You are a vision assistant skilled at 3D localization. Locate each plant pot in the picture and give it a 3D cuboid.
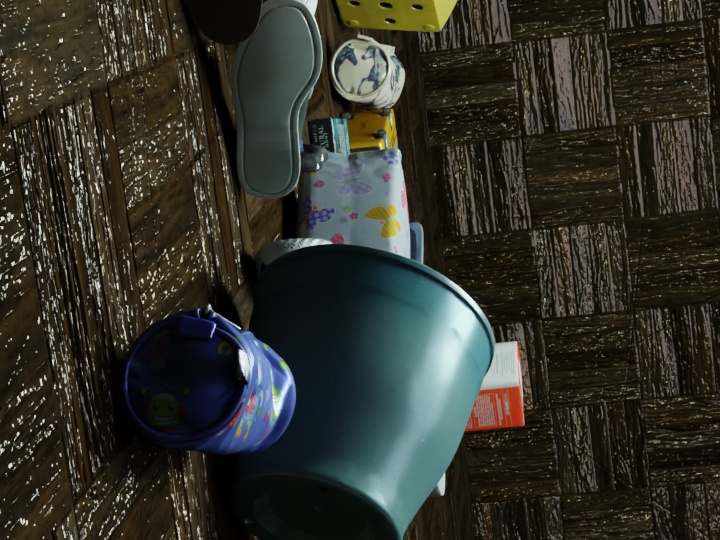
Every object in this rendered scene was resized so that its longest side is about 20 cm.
[{"bbox_3d":[-0.013,0.116,1.309,0.201,0.198,0.189,75,26,-50],"label":"plant pot"},{"bbox_3d":[0.046,-0.421,2.212,0.200,0.198,0.178,66,30,-68],"label":"plant pot"}]

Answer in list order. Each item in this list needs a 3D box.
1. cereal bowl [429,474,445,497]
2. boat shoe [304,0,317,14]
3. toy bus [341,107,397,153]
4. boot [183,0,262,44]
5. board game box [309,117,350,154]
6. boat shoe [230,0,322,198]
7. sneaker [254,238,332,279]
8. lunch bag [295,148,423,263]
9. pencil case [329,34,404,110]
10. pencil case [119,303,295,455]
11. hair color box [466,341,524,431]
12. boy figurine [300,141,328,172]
[{"bbox_3d":[0.058,0.194,2.180,0.200,0.083,0.202,-7,90,-83],"label":"cereal bowl"},{"bbox_3d":[-0.063,-0.322,1.676,0.062,0.071,0.201,79,11,-51],"label":"boat shoe"},{"bbox_3d":[0.008,-0.154,2.140,0.200,0.065,0.079,-78,162,-70],"label":"toy bus"},{"bbox_3d":[-0.112,-0.302,1.333,0.201,0.064,0.187,-94,177,-54],"label":"boot"},{"bbox_3d":[-0.025,-0.074,1.949,0.135,0.028,0.202,-35,118,-82],"label":"board game box"},{"bbox_3d":[-0.074,-0.152,1.395,0.061,0.075,0.201,-97,-164,-46],"label":"boat shoe"},{"bbox_3d":[-0.044,0.051,1.488,0.200,0.075,0.115,74,10,-67],"label":"sneaker"},{"bbox_3d":[0.000,0.000,1.718,0.201,0.126,0.171,86,5,-54],"label":"lunch bag"},{"bbox_3d":[0.010,-0.253,2.178,0.200,0.077,0.090,-15,108,-83],"label":"pencil case"},{"bbox_3d":[-0.092,0.072,1.075,0.200,0.077,0.088,49,58,-80],"label":"pencil case"},{"bbox_3d":[0.093,0.144,2.027,0.102,0.198,0.062,-83,165,-61],"label":"hair color box"},{"bbox_3d":[-0.070,-0.193,1.548,0.124,0.064,0.202,-57,144,-75],"label":"boy figurine"}]
